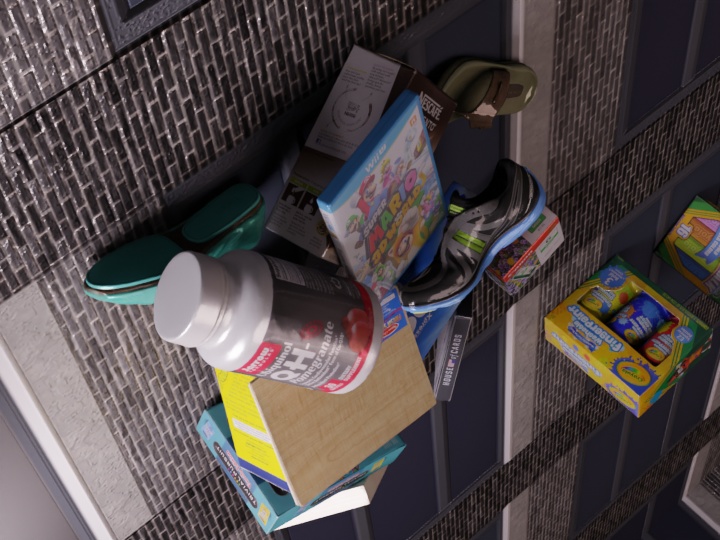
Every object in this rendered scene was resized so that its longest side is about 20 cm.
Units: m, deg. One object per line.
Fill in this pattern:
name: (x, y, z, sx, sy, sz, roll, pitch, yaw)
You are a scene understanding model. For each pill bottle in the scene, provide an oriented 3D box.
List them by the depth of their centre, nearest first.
pill bottle: (-0.085, 0.044, 1.179, 0.199, 0.111, 0.111, 16, 114, -37)

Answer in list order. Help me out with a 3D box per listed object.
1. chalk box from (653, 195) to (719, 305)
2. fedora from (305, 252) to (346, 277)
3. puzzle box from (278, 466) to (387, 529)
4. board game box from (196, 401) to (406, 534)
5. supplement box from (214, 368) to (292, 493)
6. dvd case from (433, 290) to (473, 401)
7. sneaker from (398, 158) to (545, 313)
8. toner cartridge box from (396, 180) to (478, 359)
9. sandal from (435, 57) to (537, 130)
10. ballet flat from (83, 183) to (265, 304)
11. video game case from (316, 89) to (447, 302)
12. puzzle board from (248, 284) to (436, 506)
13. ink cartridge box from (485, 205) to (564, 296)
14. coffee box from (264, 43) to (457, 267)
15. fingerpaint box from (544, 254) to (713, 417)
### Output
chalk box: (0.613, -0.011, 2.121, 0.124, 0.200, 0.125, -55, 150, 13)
fedora: (0.000, 0.000, 1.424, 0.176, 0.090, 0.201, -21, 134, -41)
puzzle box: (-0.035, 0.265, 1.609, 0.132, 0.026, 0.200, -18, -174, 13)
board game box: (-0.068, 0.194, 1.501, 0.199, 0.151, 0.047, -23, 157, -36)
supplement box: (-0.079, 0.111, 1.348, 0.108, 0.109, 0.202, -25, 114, -32)
dvd case: (0.116, 0.034, 1.558, 0.151, 0.024, 0.201, 99, -2, -45)
sneaker: (0.105, -0.036, 1.327, 0.200, 0.071, 0.083, -47, 114, -10)
toner cartridge box: (0.080, 0.009, 1.411, 0.201, 0.043, 0.095, -58, 149, 2)
sandal: (0.142, -0.192, 1.420, 0.200, 0.057, 0.080, -16, 138, -43)
ballet flat: (-0.167, -0.008, 1.212, 0.199, 0.067, 0.071, -33, 140, -27)
video game case: (0.026, -0.061, 1.243, 0.143, 0.018, 0.200, -52, 152, -19)
puzzle board: (-0.015, 0.126, 1.321, 0.199, 0.017, 0.152, -34, 117, -30)
ink cartridge box: (0.207, -0.036, 1.663, 0.109, 0.050, 0.200, -48, 164, 0)
coffee box: (0.003, -0.106, 1.271, 0.113, 0.079, 0.201, 22, 95, -61)
fingerpaint box: (0.412, 0.097, 1.983, 0.166, 0.200, 0.074, -38, 148, -15)
